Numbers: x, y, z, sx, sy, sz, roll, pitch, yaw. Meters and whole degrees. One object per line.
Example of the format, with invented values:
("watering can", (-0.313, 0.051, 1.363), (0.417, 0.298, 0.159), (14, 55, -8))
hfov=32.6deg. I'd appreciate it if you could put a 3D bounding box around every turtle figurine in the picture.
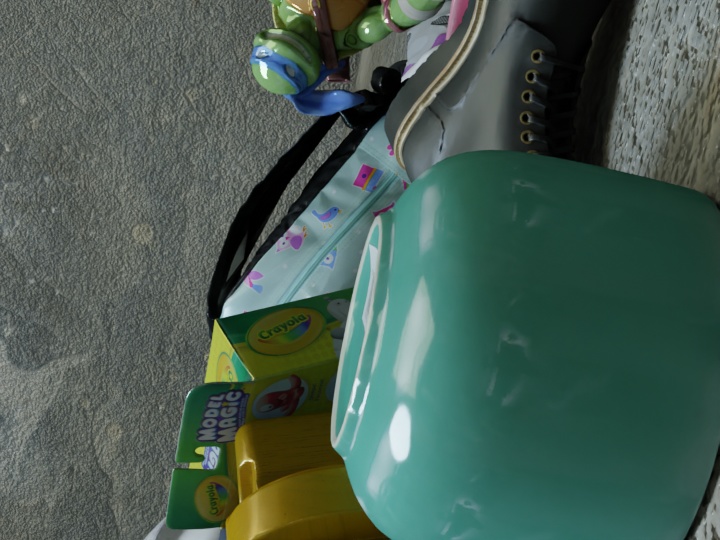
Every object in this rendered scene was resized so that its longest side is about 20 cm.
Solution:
("turtle figurine", (-0.001, -0.197, 0.640), (0.194, 0.144, 0.200), (-56, -47, -22))

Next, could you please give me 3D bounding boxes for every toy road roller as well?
("toy road roller", (-0.008, 0.155, 0.563), (0.200, 0.122, 0.146), (93, 171, -47))

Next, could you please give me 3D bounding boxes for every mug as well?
("mug", (0.050, 0.041, 0.466), (0.185, 0.114, 0.152), (110, 170, -57))

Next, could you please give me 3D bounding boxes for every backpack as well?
("backpack", (0.000, 0.000, 0.753), (0.200, 0.126, 0.167), (-49, -23, -10))

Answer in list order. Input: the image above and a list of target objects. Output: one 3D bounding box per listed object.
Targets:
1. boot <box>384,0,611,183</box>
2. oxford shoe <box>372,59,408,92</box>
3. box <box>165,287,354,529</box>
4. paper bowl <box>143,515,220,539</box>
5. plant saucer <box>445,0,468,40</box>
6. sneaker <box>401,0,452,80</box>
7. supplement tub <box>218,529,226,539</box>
("boot", (0.097, -0.080, 0.596), (0.200, 0.077, 0.139), (-58, 40, 41))
("oxford shoe", (0.030, -0.140, 1.309), (0.085, 0.072, 0.200), (-83, 7, -56))
("box", (-0.009, 0.064, 0.637), (0.048, 0.199, 0.118), (51, 141, 35))
("paper bowl", (-0.086, 0.269, 0.997), (0.104, 0.200, 0.201), (-46, 29, 49))
("plant saucer", (0.099, -0.193, 0.792), (0.201, 0.051, 0.201), (-169, 90, -85))
("sneaker", (0.061, -0.147, 1.021), (0.200, 0.078, 0.140), (125, 159, -54))
("supplement tub", (-0.030, 0.195, 0.857), (0.141, 0.140, 0.200), (-85, 8, -52))
